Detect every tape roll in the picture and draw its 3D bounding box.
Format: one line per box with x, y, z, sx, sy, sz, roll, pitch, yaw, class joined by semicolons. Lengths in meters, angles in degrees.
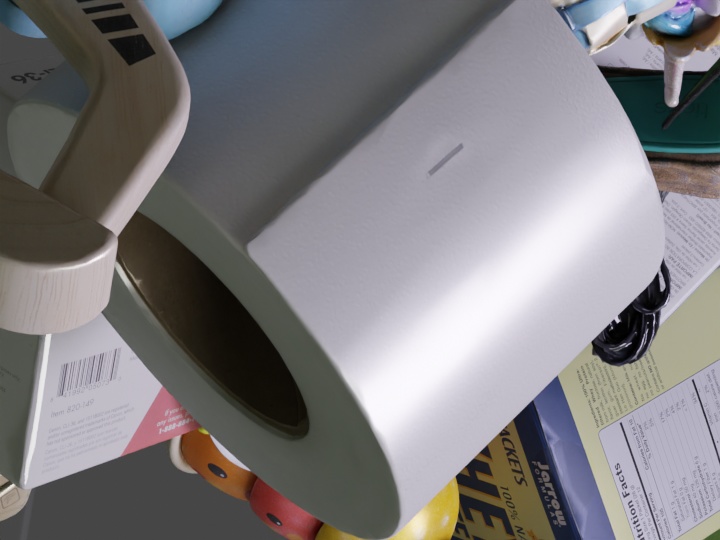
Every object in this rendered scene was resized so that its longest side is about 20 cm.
-0.009;-0.024;0.862;0.139;0.202;0.203;-42;160;-19;tape roll

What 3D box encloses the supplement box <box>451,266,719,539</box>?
0.130;0.079;1.389;0.199;0.135;0.199;-27;-167;-30;supplement box

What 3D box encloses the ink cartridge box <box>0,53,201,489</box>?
-0.103;-0.024;0.984;0.116;0.067;0.201;-17;128;-46;ink cartridge box

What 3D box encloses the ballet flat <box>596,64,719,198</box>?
0.094;-0.065;1.127;0.067;0.198;0.069;58;48;-65;ballet flat

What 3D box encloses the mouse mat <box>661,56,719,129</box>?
0.211;-0.145;1.049;0.161;0.008;0.200;-46;178;40;mouse mat

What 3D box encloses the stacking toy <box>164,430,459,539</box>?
0.003;0.116;1.284;0.146;0.200;0.146;-33;156;-17;stacking toy

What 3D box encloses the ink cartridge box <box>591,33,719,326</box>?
0.141;-0.063;1.245;0.200;0.136;0.076;-47;-171;15;ink cartridge box

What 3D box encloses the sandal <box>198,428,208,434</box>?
-0.053;0.021;1.146;0.086;0.080;0.200;-15;170;-2;sandal

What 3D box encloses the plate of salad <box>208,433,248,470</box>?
0.000;0.000;1.057;0.200;0.048;0.201;-35;145;-29;plate of salad

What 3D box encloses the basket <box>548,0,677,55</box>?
0.072;-0.190;0.846;0.175;0.139;0.201;-26;114;-11;basket

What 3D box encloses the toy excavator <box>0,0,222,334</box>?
-0.082;-0.096;0.749;0.194;0.200;0.100;-28;155;-28;toy excavator

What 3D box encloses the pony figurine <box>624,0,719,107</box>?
0.154;-0.176;1.048;0.200;0.165;0.195;-56;158;-77;pony figurine

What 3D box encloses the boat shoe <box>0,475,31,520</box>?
-0.178;0.086;1.084;0.200;0.075;0.069;-37;135;-10;boat shoe

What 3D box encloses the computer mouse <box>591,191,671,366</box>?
0.057;-0.028;1.203;0.198;0.053;0.140;4;106;-9;computer mouse
